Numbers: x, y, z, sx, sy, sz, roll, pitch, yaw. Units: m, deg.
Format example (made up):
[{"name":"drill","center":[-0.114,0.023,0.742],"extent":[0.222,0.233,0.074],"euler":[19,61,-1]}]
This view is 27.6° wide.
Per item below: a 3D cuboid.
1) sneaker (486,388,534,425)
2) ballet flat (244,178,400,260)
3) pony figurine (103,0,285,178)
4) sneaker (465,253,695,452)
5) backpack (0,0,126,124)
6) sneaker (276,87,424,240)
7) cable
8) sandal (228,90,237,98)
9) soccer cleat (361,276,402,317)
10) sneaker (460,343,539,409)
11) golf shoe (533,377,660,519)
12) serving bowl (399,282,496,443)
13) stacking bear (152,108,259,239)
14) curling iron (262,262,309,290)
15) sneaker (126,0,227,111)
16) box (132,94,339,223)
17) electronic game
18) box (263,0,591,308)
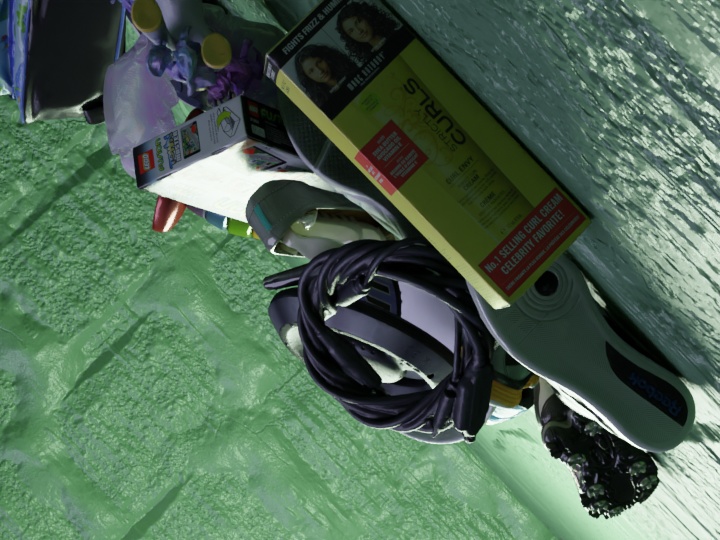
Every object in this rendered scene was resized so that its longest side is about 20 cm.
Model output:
[{"name":"sneaker","center":[0.112,0.069,1.488],"extent":[0.200,0.078,0.090],"euler":[48,152,-16]},{"name":"ballet flat","center":[0.000,-0.023,1.139],"extent":[0.199,0.068,0.064],"euler":[9,-144,-38]},{"name":"pony figurine","center":[-0.127,-0.176,1.109],"extent":[0.200,0.166,0.194],"euler":[-166,64,-86]},{"name":"sneaker","center":[0.133,0.047,1.013],"extent":[0.200,0.073,0.112],"euler":[45,173,-8]},{"name":"backpack","center":[-0.273,-0.245,1.256],"extent":[0.201,0.146,0.184],"euler":[-106,22,-46]},{"name":"sneaker","center":[0.012,-0.073,1.087],"extent":[0.200,0.070,0.080],"euler":[46,178,-6]},{"name":"cable","center":[0.026,0.043,1.096],"extent":[0.162,0.051,0.201],"euler":[21,139,21]},{"name":"sandal","center":[-0.088,-0.148,1.337],"extent":[0.079,0.059,0.207],"euler":[46,175,-5]},{"name":"soccer cleat","center":[-0.012,-0.007,1.334],"extent":[0.068,0.073,0.201],"euler":[12,126,34]},{"name":"sneaker","center":[0.121,0.055,1.221],"extent":[0.078,0.078,0.200],"euler":[15,-169,3]},{"name":"golf shoe","center":[0.213,0.154,1.332],"extent":[0.200,0.077,0.088],"euler":[54,-170,-46]},{"name":"serving bowl","center":[0.064,0.065,1.414],"extent":[0.199,0.066,0.201],"euler":[21,126,32]},{"name":"stacking bear","center":[-0.087,-0.075,1.438],"extent":[0.199,0.122,0.114],"euler":[20,138,0]},{"name":"curling iron","center":[0.000,0.000,1.273],"extent":[0.199,0.026,0.050],"euler":[-9,125,26]},{"name":"sneaker","center":[-0.148,-0.194,1.368],"extent":[0.146,0.077,0.202],"euler":[44,174,44]},{"name":"box","center":[-0.067,-0.075,1.135],"extent":[0.200,0.110,0.035],"euler":[17,-122,-54]},{"name":"electronic game","center":[0.008,0.072,1.331],"extent":[0.199,0.042,0.200],"euler":[22,159,9]},{"name":"box","center":[0.037,-0.073,0.854],"extent":[0.200,0.075,0.050],"euler":[47,175,-2]}]
